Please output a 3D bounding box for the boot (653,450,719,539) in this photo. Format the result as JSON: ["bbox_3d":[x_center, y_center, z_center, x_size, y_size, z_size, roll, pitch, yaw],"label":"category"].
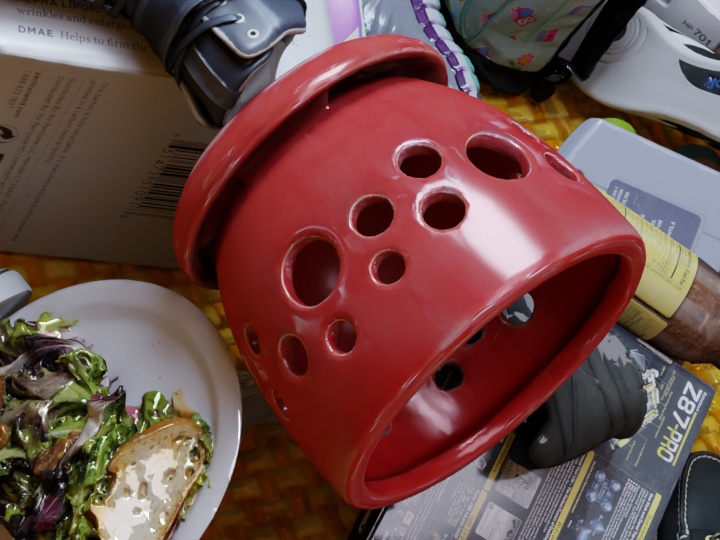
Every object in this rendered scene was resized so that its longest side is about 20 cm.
[{"bbox_3d":[0.240,0.179,1.216,0.073,0.154,0.204,17,55,-19],"label":"boot"}]

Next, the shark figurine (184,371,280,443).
[{"bbox_3d":[-0.068,0.097,1.168,0.214,0.128,0.090,-7,96,-60],"label":"shark figurine"}]

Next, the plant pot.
[{"bbox_3d":[0.016,-0.008,1.047,0.200,0.201,0.183,-27,67,-37],"label":"plant pot"}]

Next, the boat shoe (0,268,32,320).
[{"bbox_3d":[-0.268,0.033,1.086,0.200,0.071,0.064,-26,77,-35],"label":"boat shoe"}]

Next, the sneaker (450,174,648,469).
[{"bbox_3d":[0.084,0.020,1.161,0.091,0.076,0.200,-28,87,-26],"label":"sneaker"}]

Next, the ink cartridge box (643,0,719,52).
[{"bbox_3d":[0.250,-0.250,1.531,0.146,0.086,0.200,44,52,2],"label":"ink cartridge box"}]

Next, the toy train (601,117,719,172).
[{"bbox_3d":[0.163,-0.059,1.375,0.200,0.085,0.116,21,43,-15],"label":"toy train"}]

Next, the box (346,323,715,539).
[{"bbox_3d":[0.104,0.116,1.212,0.161,0.049,0.200,31,68,-10],"label":"box"}]

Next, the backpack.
[{"bbox_3d":[0.123,-0.230,1.374,0.126,0.200,0.167,4,61,-30],"label":"backpack"}]

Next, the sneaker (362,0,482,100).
[{"bbox_3d":[0.018,-0.137,1.356,0.087,0.074,0.200,-4,52,-19],"label":"sneaker"}]

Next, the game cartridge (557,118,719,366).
[{"bbox_3d":[0.150,0.014,1.287,0.133,0.041,0.200,24,86,-17],"label":"game cartridge"}]

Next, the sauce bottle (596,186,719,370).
[{"bbox_3d":[0.181,0.014,1.245,0.200,0.066,0.066,35,51,-13],"label":"sauce bottle"}]

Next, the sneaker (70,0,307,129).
[{"bbox_3d":[-0.119,-0.139,1.010,0.202,0.077,0.146,-11,65,-33],"label":"sneaker"}]

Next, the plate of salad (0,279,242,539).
[{"bbox_3d":[-0.155,0.089,1.053,0.048,0.200,0.200,48,33,-53],"label":"plate of salad"}]

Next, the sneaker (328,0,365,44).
[{"bbox_3d":[-0.068,-0.198,1.316,0.114,0.073,0.201,-30,88,-11],"label":"sneaker"}]

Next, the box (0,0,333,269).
[{"bbox_3d":[-0.143,-0.109,1.158,0.200,0.199,0.131,6,58,-25],"label":"box"}]

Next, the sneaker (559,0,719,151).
[{"bbox_3d":[0.231,-0.123,1.448,0.200,0.073,0.112,34,5,36],"label":"sneaker"}]
